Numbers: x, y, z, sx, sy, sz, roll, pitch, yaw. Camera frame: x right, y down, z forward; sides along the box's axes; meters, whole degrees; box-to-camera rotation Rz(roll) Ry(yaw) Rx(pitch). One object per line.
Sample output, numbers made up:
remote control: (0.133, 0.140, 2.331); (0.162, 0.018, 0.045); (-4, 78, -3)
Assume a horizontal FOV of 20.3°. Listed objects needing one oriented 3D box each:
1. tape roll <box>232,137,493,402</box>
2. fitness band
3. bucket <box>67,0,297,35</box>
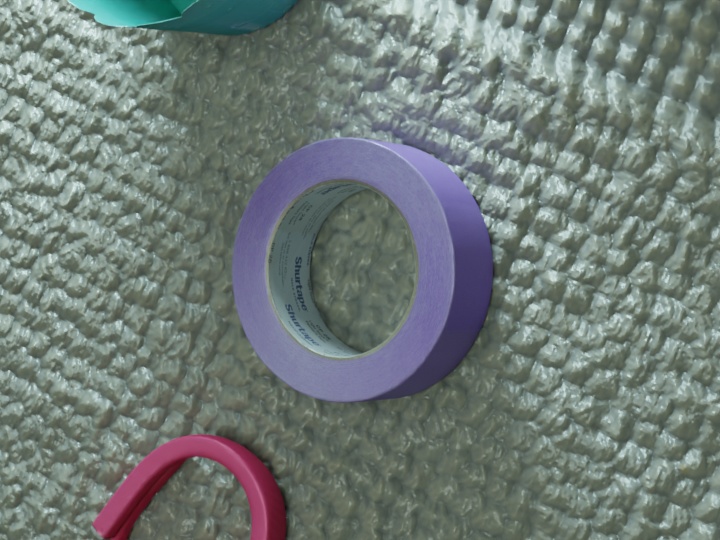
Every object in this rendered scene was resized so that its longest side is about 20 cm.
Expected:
tape roll: (0.000, 0.000, 1.549); (0.199, 0.066, 0.201); (-1, 89, 30)
fitness band: (-0.144, 0.224, 1.647); (0.144, 0.037, 0.200); (48, 113, 22)
bucket: (-0.135, -0.282, 1.593); (0.206, 0.135, 0.208); (-1, 89, 30)
